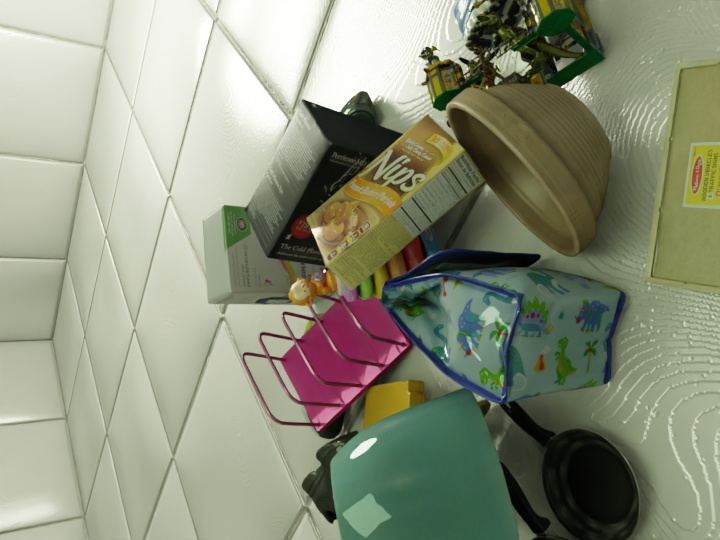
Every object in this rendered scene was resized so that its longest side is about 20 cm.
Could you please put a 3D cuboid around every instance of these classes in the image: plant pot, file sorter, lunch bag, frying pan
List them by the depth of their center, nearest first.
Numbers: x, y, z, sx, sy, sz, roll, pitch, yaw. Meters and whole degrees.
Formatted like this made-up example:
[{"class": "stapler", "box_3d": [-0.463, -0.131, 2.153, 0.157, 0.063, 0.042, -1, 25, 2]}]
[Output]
[{"class": "plant pot", "box_3d": [0.183, -0.119, 0.641, 0.093, 0.201, 0.201, -41, 48, 3]}, {"class": "plant pot", "box_3d": [0.058, 0.238, 0.646, 0.201, 0.159, 0.204, 167, 90, -89]}, {"class": "frying pan", "box_3d": [0.192, 0.296, 0.657, 0.190, 0.031, 0.116, 47, 138, 28]}, {"class": "lunch bag", "box_3d": [0.142, 0.044, 0.667, 0.199, 0.168, 0.129, 19, 104, 55]}, {"class": "frying pan", "box_3d": [0.214, 0.212, 0.675, 0.189, 0.031, 0.117, 18, 106, 54]}, {"class": "file sorter", "box_3d": [-0.057, 0.113, 0.916, 0.200, 0.125, 0.140, -45, 58, 16]}]

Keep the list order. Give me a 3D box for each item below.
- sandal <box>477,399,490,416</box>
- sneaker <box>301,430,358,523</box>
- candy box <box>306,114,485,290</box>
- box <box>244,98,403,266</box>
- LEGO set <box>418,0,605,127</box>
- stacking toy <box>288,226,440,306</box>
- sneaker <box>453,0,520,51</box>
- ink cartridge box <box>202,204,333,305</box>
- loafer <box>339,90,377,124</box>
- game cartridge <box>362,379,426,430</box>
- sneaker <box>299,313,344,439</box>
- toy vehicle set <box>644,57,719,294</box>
[{"class": "sandal", "box_3d": [0.085, 0.210, 0.820, 0.070, 0.077, 0.213, 55, 136, 32]}, {"class": "sneaker", "box_3d": [-0.029, 0.322, 0.985, 0.091, 0.075, 0.201, 54, 145, 29]}, {"class": "candy box", "box_3d": [0.035, -0.083, 0.750, 0.199, 0.055, 0.116, -40, 36, 9]}, {"class": "box", "box_3d": [-0.025, -0.105, 0.868, 0.183, 0.198, 0.105, -57, 46, 28]}, {"class": "LEGO set", "box_3d": [0.155, -0.253, 0.681, 0.199, 0.152, 0.117, -34, 61, 44]}, {"class": "stacking toy", "box_3d": [0.000, 0.000, 0.825, 0.110, 0.197, 0.117, 89, 159, -57]}, {"class": "sneaker", "box_3d": [0.166, -0.359, 0.728, 0.201, 0.078, 0.090, -53, 51, 39]}, {"class": "ink cartridge box", "box_3d": [-0.152, -0.021, 1.060, 0.087, 0.198, 0.148, -22, 70, 48]}, {"class": "loafer", "box_3d": [-0.040, -0.208, 1.034, 0.200, 0.071, 0.064, -41, 37, 38]}, {"class": "game cartridge", "box_3d": [0.040, 0.240, 0.842, 0.200, 0.032, 0.179, 143, 134, -70]}, {"class": "sneaker", "box_3d": [-0.050, 0.166, 1.013, 0.084, 0.074, 0.203, -15, 76, 52]}, {"class": "toy vehicle set", "box_3d": [0.320, -0.080, 0.542, 0.124, 0.026, 0.203, 15, 100, 54]}]
